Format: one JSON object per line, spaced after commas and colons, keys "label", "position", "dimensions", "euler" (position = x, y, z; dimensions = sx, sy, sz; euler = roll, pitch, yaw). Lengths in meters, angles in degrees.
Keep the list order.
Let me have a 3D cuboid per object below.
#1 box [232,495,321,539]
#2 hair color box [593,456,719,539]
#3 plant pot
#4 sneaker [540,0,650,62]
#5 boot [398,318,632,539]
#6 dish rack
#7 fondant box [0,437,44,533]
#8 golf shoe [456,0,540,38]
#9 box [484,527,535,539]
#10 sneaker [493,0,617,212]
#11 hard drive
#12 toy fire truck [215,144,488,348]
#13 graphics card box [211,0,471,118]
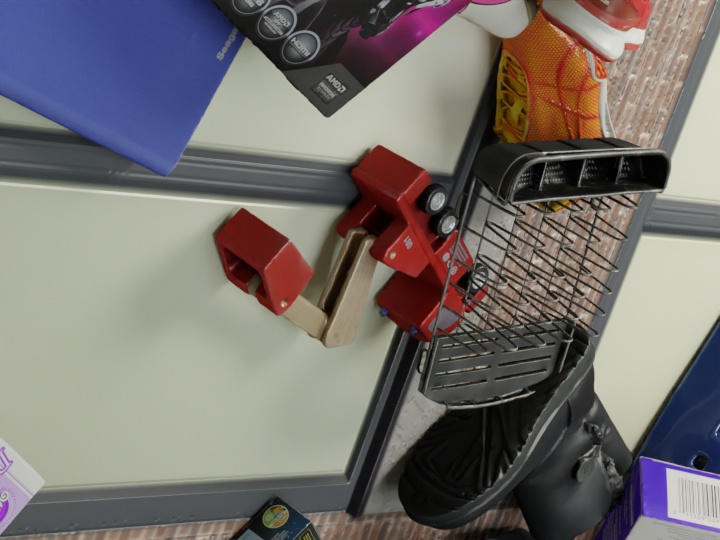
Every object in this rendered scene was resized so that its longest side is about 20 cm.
{"label": "box", "position": [-0.064, 0.267, 1.456], "dimensions": [0.137, 0.038, 0.201], "euler": [-44, 140, -19]}
{"label": "hair color box", "position": [0.239, 0.239, 1.663], "dimensions": [0.065, 0.109, 0.201], "euler": [-84, -170, -45]}
{"label": "plant pot", "position": [0.375, 0.154, 1.753], "dimensions": [0.201, 0.179, 0.200], "euler": [-57, 141, -2]}
{"label": "sneaker", "position": [0.176, -0.201, 1.305], "dimensions": [0.116, 0.078, 0.200], "euler": [-53, -174, 20]}
{"label": "boot", "position": [0.123, 0.156, 1.557], "dimensions": [0.200, 0.076, 0.169], "euler": [-47, 137, -24]}
{"label": "dish rack", "position": [0.115, 0.005, 1.383], "dimensions": [0.153, 0.054, 0.201], "euler": [-5, 119, -41]}
{"label": "fondant box", "position": [-0.274, 0.108, 1.103], "dimensions": [0.144, 0.058, 0.200], "euler": [-50, 142, -12]}
{"label": "golf shoe", "position": [0.026, -0.181, 1.238], "dimensions": [0.200, 0.073, 0.092], "euler": [30, 98, -42]}
{"label": "box", "position": [0.074, 0.285, 1.576], "dimensions": [0.200, 0.051, 0.159], "euler": [-6, 121, -63]}
{"label": "sneaker", "position": [0.122, -0.111, 1.387], "dimensions": [0.077, 0.073, 0.201], "euler": [-36, 135, -12]}
{"label": "hard drive", "position": [-0.139, -0.141, 1.113], "dimensions": [0.200, 0.025, 0.133], "euler": [27, 93, -52]}
{"label": "toy fire truck", "position": [0.000, 0.000, 1.341], "dimensions": [0.141, 0.049, 0.200], "euler": [-48, 142, -14]}
{"label": "graphics card box", "position": [0.018, -0.188, 1.136], "dimensions": [0.200, 0.051, 0.125], "euler": [-37, 138, 9]}
